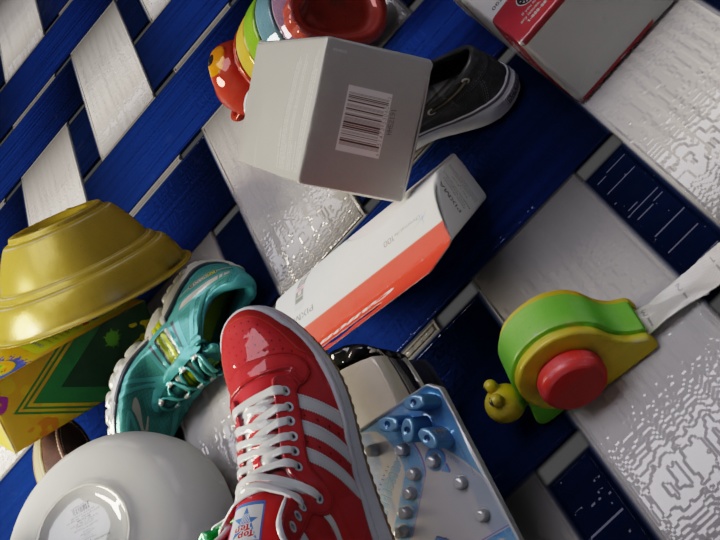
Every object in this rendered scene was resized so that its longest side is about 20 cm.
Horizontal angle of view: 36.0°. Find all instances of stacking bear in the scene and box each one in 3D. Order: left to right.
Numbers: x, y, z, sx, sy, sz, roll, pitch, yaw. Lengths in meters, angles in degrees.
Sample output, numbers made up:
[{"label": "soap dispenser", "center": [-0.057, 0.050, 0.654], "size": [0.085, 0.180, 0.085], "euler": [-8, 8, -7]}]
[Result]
[{"label": "stacking bear", "center": [-0.076, -0.216, 1.067], "size": [0.200, 0.114, 0.122], "euler": [-30, 56, 47]}]

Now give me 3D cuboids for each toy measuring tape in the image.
[{"label": "toy measuring tape", "center": [0.145, 0.024, 0.658], "size": [0.200, 0.074, 0.074], "euler": [-42, 38, 19]}]

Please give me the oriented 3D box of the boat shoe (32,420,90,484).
[{"label": "boat shoe", "center": [-0.227, 0.191, 0.961], "size": [0.072, 0.072, 0.200], "euler": [-45, 41, 10]}]

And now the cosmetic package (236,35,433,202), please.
[{"label": "cosmetic package", "center": [-0.028, -0.118, 0.844], "size": [0.200, 0.090, 0.107], "euler": [-144, 65, -70]}]

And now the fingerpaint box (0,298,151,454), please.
[{"label": "fingerpaint box", "center": [-0.308, 0.086, 1.065], "size": [0.167, 0.073, 0.200], "euler": [-31, 23, -32]}]

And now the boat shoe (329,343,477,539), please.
[{"label": "boat shoe", "center": [0.046, 0.138, 0.694], "size": [0.075, 0.093, 0.200], "euler": [-29, 72, 26]}]

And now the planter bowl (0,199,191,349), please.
[{"label": "planter bowl", "center": [-0.263, -0.010, 1.014], "size": [0.200, 0.084, 0.200], "euler": [-22, 14, 6]}]

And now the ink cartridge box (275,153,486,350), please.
[{"label": "ink cartridge box", "center": [0.000, 0.000, 0.776], "size": [0.163, 0.057, 0.200], "euler": [-38, -1, 23]}]

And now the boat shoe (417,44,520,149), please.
[{"label": "boat shoe", "center": [0.034, -0.134, 0.910], "size": [0.200, 0.066, 0.070], "euler": [-12, 55, 44]}]

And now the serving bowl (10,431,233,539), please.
[{"label": "serving bowl", "center": [-0.196, 0.213, 0.853], "size": [0.200, 0.066, 0.200], "euler": [-11, 60, 20]}]

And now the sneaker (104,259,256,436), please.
[{"label": "sneaker", "center": [-0.155, 0.080, 0.962], "size": [0.080, 0.077, 0.200], "euler": [10, 71, 43]}]

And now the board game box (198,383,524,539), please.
[{"label": "board game box", "center": [0.010, 0.199, 0.641], "size": [0.200, 0.026, 0.200], "euler": [-37, 68, 25]}]

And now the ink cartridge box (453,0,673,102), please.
[{"label": "ink cartridge box", "center": [0.146, -0.242, 0.848], "size": [0.147, 0.083, 0.200], "euler": [-49, 37, 11]}]

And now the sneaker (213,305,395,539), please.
[{"label": "sneaker", "center": [-0.051, 0.108, 0.604], "size": [0.071, 0.112, 0.200], "euler": [-34, 70, 27]}]
